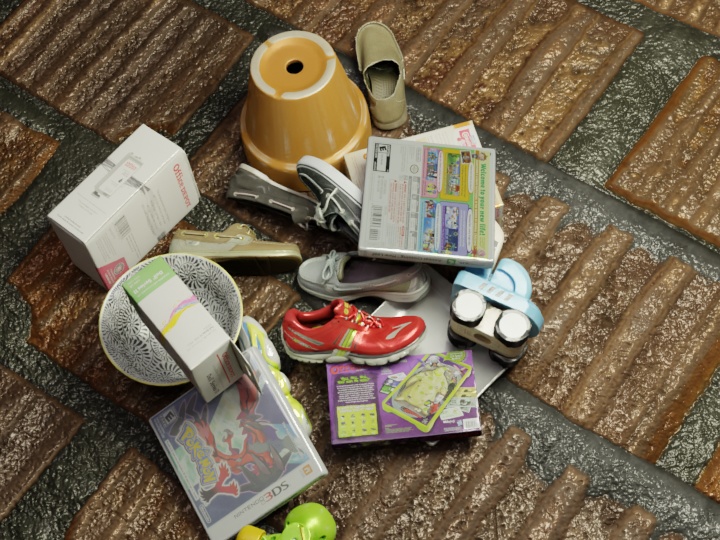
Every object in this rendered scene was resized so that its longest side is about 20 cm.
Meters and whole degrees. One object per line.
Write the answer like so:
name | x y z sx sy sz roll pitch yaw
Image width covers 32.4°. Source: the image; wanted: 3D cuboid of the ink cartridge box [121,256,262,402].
ink cartridge box | -0.216 0.091 1.603 0.067 0.117 0.200 -37 65 -13

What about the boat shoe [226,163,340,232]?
boat shoe | -0.109 -0.092 1.833 0.200 0.067 0.057 27 84 19

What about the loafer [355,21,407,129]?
loafer | 0.036 -0.315 1.934 0.076 0.067 0.200 -12 62 -2

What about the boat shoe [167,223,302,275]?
boat shoe | -0.183 -0.034 1.799 0.200 0.074 0.067 0 67 5

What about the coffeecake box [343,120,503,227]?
coffeecake box | 0.092 -0.116 1.818 0.200 0.073 0.154 -15 63 -3

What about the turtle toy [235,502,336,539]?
turtle toy | -0.091 0.381 1.553 0.145 0.101 0.200 19 65 14

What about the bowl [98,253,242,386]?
bowl | -0.256 0.085 1.730 0.200 0.094 0.201 -2 62 3

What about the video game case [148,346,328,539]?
video game case | -0.164 0.231 1.636 0.182 0.023 0.200 -35 70 10

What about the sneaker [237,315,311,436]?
sneaker | -0.150 0.160 1.692 0.105 0.076 0.200 -26 64 -8

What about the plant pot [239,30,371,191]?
plant pot | -0.089 -0.250 1.843 0.200 0.183 0.201 -2 62 4

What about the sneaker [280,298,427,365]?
sneaker | -0.010 0.078 1.675 0.200 0.085 0.077 -5 30 5

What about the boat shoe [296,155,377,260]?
boat shoe | -0.031 -0.085 1.743 0.068 0.074 0.199 -43 68 -14

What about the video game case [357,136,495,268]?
video game case | 0.093 -0.095 1.697 0.182 0.022 0.200 6 54 -1

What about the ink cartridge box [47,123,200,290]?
ink cartridge box | -0.339 -0.091 1.801 0.083 0.147 0.200 35 69 20

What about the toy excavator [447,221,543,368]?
toy excavator | 0.175 0.004 1.697 0.194 0.100 0.200 25 67 13

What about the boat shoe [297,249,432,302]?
boat shoe | 0.000 0.001 1.754 0.202 0.065 0.075 6 54 25

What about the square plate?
square plate | 0.094 0.116 1.721 0.198 0.028 0.200 39 71 23

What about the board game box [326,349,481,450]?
board game box | 0.057 0.173 1.663 0.200 0.032 0.120 -5 65 2
